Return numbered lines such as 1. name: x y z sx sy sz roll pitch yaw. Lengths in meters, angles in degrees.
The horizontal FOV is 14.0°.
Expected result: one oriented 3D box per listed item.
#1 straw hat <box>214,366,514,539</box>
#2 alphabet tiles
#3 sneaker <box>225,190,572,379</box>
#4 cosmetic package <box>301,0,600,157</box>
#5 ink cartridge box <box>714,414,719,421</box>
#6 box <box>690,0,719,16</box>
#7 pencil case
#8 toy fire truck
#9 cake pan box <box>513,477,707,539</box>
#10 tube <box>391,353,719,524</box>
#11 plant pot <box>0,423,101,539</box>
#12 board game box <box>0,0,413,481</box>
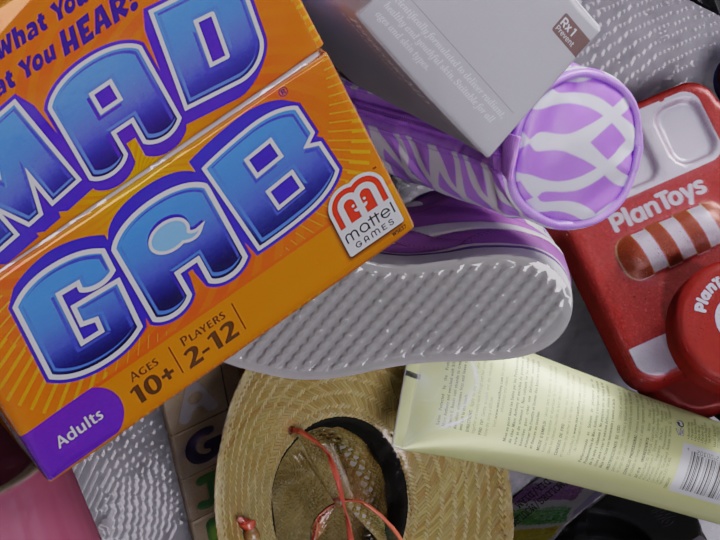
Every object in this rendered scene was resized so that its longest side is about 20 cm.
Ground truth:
1. straw hat: -0.023 0.121 1.470 0.200 0.085 0.202 13 69 -37
2. alphabet tiles: -0.004 0.075 1.519 0.199 0.008 0.168 -26 137 -16
3. sneaker: 0.000 0.001 1.424 0.199 0.114 0.073 4 113 -3
4. cosmetic package: 0.009 -0.137 1.352 0.090 0.200 0.107 -47 121 -3
5. ink cartridge box: 0.256 -0.010 1.632 0.200 0.037 0.095 -41 122 -9
6. box: 0.226 -0.262 1.506 0.200 0.048 0.194 -33 119 -11
7. pencil case: 0.049 -0.075 1.404 0.085 0.200 0.084 6 97 -35
8. toy fire truck: 0.199 -0.025 1.538 0.199 0.112 0.169 -24 82 -12
9. cake pan box: 0.101 0.195 1.547 0.200 0.184 0.052 -37 122 -8
10. tube: 0.111 0.080 1.498 0.199 0.058 0.052 17 115 -19
11. plant pot: -0.189 0.162 1.333 0.199 0.200 0.180 -16 116 -21
12. board game box: -0.136 -0.072 1.305 0.199 0.200 0.200 -35 122 -11
